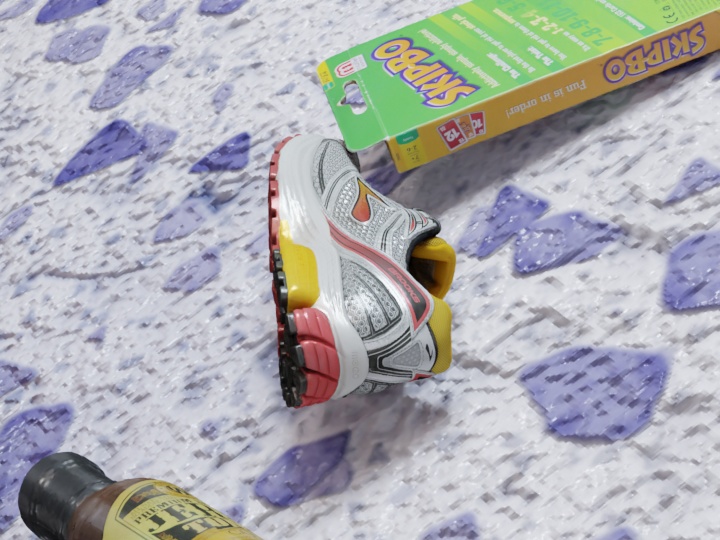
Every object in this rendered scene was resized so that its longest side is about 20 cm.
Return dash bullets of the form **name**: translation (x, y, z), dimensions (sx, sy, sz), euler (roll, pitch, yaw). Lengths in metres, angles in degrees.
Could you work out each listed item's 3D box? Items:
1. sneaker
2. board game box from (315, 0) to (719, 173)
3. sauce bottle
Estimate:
- **sneaker**: translation (0.000, 0.000, 1.191), dimensions (0.082, 0.078, 0.200), euler (-4, 30, -4)
- **board game box**: translation (0.081, -0.107, 1.260), dimensions (0.200, 0.030, 0.096), euler (-19, 33, -1)
- **sauce bottle**: translation (-0.080, 0.123, 1.088), dimensions (0.065, 0.065, 0.200), euler (-44, 36, -17)
